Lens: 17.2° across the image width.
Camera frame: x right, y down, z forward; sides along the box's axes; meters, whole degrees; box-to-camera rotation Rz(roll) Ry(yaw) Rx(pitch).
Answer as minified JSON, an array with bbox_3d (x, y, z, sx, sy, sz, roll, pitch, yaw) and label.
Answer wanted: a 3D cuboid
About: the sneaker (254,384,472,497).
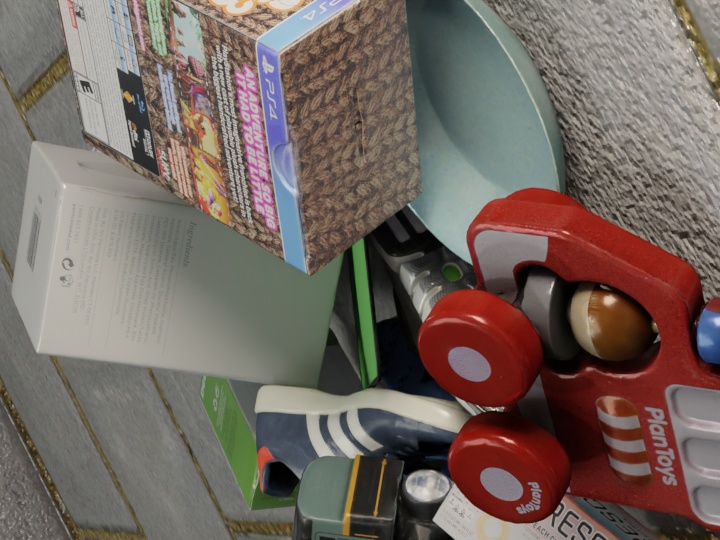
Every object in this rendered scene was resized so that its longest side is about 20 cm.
[{"bbox_3d":[0.007,0.122,1.553,0.200,0.075,0.085,-2,78,49],"label":"sneaker"}]

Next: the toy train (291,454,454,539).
[{"bbox_3d":[0.011,0.201,1.527,0.085,0.114,0.200,-77,-7,-49],"label":"toy train"}]

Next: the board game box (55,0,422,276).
[{"bbox_3d":[-0.073,-0.120,1.367,0.200,0.097,0.160,31,143,34],"label":"board game box"}]

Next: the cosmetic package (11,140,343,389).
[{"bbox_3d":[-0.133,-0.005,1.682,0.199,0.200,0.123,-138,57,-73],"label":"cosmetic package"}]

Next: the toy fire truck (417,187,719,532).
[{"bbox_3d":[0.133,0.050,1.247,0.168,0.112,0.200,7,132,28],"label":"toy fire truck"}]

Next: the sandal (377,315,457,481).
[{"bbox_3d":[0.053,0.107,1.602,0.200,0.087,0.080,51,161,39],"label":"sandal"}]

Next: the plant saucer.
[{"bbox_3d":[0.060,-0.093,1.340,0.201,0.039,0.201,44,152,31],"label":"plant saucer"}]

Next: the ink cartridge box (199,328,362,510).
[{"bbox_3d":[-0.059,0.095,1.794,0.200,0.104,0.059,-121,34,-51],"label":"ink cartridge box"}]

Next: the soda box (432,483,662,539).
[{"bbox_3d":[0.139,0.177,1.400,0.200,0.068,0.064,38,-167,35],"label":"soda box"}]

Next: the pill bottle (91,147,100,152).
[{"bbox_3d":[-0.157,-0.072,1.897,0.112,0.112,0.200,65,164,-6],"label":"pill bottle"}]

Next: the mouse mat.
[{"bbox_3d":[0.000,0.000,1.571,0.200,0.008,0.161,116,148,-82],"label":"mouse mat"}]

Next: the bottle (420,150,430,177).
[{"bbox_3d":[-0.013,-0.138,1.460,0.200,0.065,0.084,60,156,8],"label":"bottle"}]

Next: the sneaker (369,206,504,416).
[{"bbox_3d":[0.072,0.045,1.499,0.116,0.075,0.200,78,168,-53],"label":"sneaker"}]
